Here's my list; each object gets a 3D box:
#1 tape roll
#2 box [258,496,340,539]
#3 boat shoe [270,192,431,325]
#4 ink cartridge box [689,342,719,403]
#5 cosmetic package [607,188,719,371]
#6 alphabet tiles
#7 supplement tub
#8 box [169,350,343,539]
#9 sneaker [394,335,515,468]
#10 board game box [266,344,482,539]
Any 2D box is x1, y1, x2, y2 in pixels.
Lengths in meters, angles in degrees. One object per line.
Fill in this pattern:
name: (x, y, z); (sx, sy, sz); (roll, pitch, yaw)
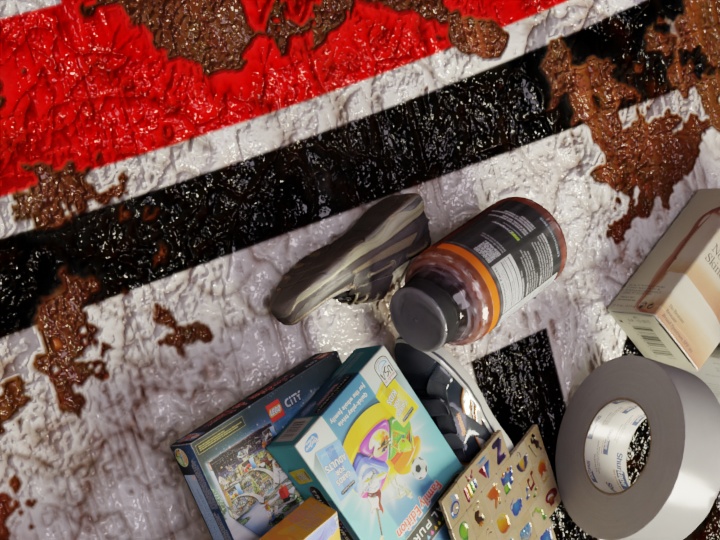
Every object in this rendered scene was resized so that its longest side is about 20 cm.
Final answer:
tape roll: (0.300, 0.196, 1.465); (0.066, 0.200, 0.201); (16, 85, -30)
box: (-0.093, 0.311, 1.235); (0.200, 0.041, 0.119); (-37, 134, -38)
boat shoe: (0.000, 0.000, 1.355); (0.200, 0.074, 0.073); (-37, 110, -22)
ink cartridge box: (0.465, 0.181, 1.582); (0.050, 0.162, 0.200); (-29, 107, -23)
cosmetic package: (0.393, 0.009, 1.574); (0.103, 0.087, 0.200); (47, 71, -22)
alphabet tiles: (0.154, 0.254, 1.415); (0.200, 0.008, 0.167); (-41, 117, -48)
supplement tub: (0.117, 0.007, 1.379); (0.200, 0.107, 0.107); (-33, 109, -40)
box: (-0.074, 0.182, 1.308); (0.200, 0.038, 0.137); (-30, 100, -40)
sneaker: (0.087, 0.155, 1.411); (0.079, 0.078, 0.200); (-48, 115, -25)
board game box: (0.019, 0.198, 1.327); (0.151, 0.047, 0.200); (-47, 112, -36)
